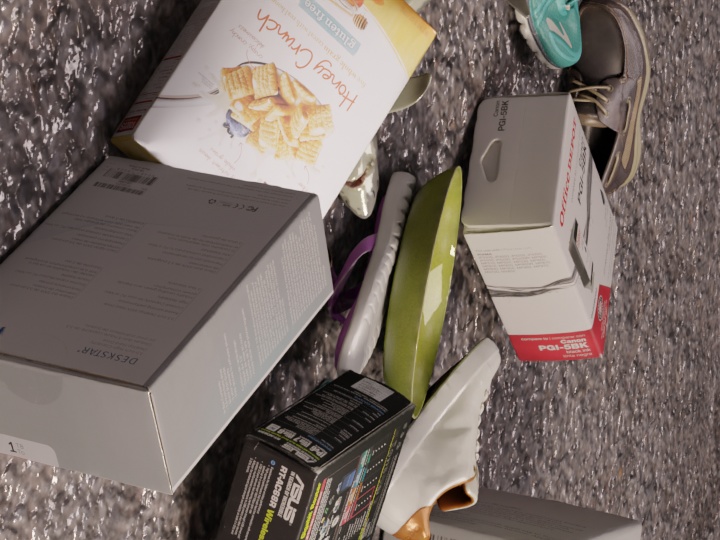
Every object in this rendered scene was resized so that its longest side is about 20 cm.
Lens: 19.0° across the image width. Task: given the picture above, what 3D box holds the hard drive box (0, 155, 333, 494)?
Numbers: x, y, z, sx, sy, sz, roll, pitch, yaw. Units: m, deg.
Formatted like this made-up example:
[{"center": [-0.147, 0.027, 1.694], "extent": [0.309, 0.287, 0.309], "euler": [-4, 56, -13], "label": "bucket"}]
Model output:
[{"center": [-0.131, 0.026, 1.260], "extent": [0.200, 0.155, 0.077], "euler": [-50, 141, -44], "label": "hard drive box"}]

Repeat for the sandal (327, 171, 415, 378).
[{"center": [0.000, 0.006, 1.636], "extent": [0.204, 0.049, 0.083], "euler": [-70, 169, -45], "label": "sandal"}]

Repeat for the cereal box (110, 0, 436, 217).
[{"center": [-0.053, -0.120, 1.390], "extent": [0.144, 0.039, 0.201], "euler": [40, 69, -26], "label": "cereal box"}]

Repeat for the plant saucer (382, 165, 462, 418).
[{"center": [0.047, 0.015, 1.694], "extent": [0.200, 0.031, 0.202], "euler": [10, 90, -83], "label": "plant saucer"}]

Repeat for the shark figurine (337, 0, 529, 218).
[{"center": [0.024, -0.160, 1.531], "extent": [0.215, 0.128, 0.089], "euler": [-50, 177, 7], "label": "shark figurine"}]

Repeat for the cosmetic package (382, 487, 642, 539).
[{"center": [0.124, 0.289, 1.836], "extent": [0.199, 0.163, 0.167], "euler": [-1, 100, -62], "label": "cosmetic package"}]

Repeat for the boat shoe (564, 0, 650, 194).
[{"center": [0.226, -0.157, 1.998], "extent": [0.073, 0.074, 0.202], "euler": [-46, 136, -49], "label": "boat shoe"}]

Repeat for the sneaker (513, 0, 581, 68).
[{"center": [0.177, -0.267, 1.858], "extent": [0.077, 0.079, 0.202], "euler": [-43, 136, -51], "label": "sneaker"}]

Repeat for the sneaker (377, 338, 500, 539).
[{"center": [0.072, 0.145, 1.759], "extent": [0.200, 0.084, 0.073], "euler": [-52, -177, -33], "label": "sneaker"}]

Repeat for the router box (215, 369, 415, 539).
[{"center": [-0.045, 0.187, 1.527], "extent": [0.150, 0.062, 0.202], "euler": [-29, 141, -58], "label": "router box"}]

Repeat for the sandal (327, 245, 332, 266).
[{"center": [-0.045, -0.027, 1.519], "extent": [0.202, 0.057, 0.080], "euler": [-68, 151, -24], "label": "sandal"}]

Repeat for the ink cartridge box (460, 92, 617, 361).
[{"center": [0.159, -0.036, 1.863], "extent": [0.201, 0.082, 0.148], "euler": [62, 32, -51], "label": "ink cartridge box"}]

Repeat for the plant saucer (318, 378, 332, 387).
[{"center": [-0.026, 0.188, 1.672], "extent": [0.070, 0.019, 0.202], "euler": [-42, 135, -51], "label": "plant saucer"}]
